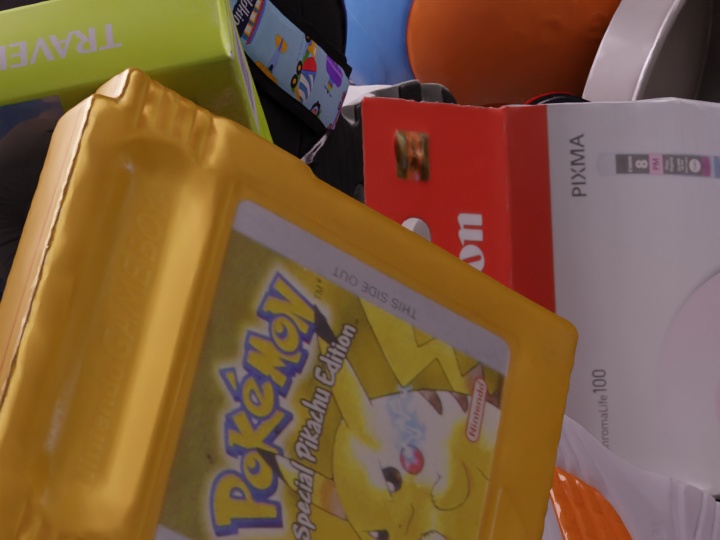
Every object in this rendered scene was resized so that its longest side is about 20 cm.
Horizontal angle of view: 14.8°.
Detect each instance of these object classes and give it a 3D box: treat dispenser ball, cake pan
[{"bbox_3d":[0.074,-0.167,1.537,0.201,0.201,0.201,26,20,-10],"label":"treat dispenser ball"},{"bbox_3d":[0.167,-0.089,1.501,0.037,0.200,0.200,20,15,24],"label":"cake pan"}]

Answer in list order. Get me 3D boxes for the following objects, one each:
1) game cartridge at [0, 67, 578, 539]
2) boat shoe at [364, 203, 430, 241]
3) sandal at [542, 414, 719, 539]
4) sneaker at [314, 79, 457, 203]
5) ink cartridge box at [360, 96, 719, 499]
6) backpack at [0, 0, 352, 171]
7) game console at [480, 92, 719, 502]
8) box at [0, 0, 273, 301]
[{"bbox_3d":[-0.025,0.051,0.873,0.200,0.032,0.176,30,56,-28],"label":"game cartridge"},{"bbox_3d":[0.000,0.000,1.240,0.068,0.072,0.200,1,12,6],"label":"boat shoe"},{"bbox_3d":[0.080,0.107,1.025,0.207,0.059,0.079,28,42,-48],"label":"sandal"},{"bbox_3d":[-0.043,-0.053,1.312,0.088,0.074,0.200,1,5,37],"label":"sneaker"},{"bbox_3d":[0.098,0.011,1.108,0.200,0.163,0.057,4,-10,-38],"label":"ink cartridge box"},{"bbox_3d":[-0.096,-0.073,1.130,0.134,0.183,0.200,20,0,28],"label":"backpack"},{"bbox_3d":[0.116,0.039,1.156,0.177,0.200,0.031,19,-18,-25],"label":"game console"},{"bbox_3d":[-0.131,-0.030,0.947,0.200,0.122,0.048,-12,52,3],"label":"box"}]
